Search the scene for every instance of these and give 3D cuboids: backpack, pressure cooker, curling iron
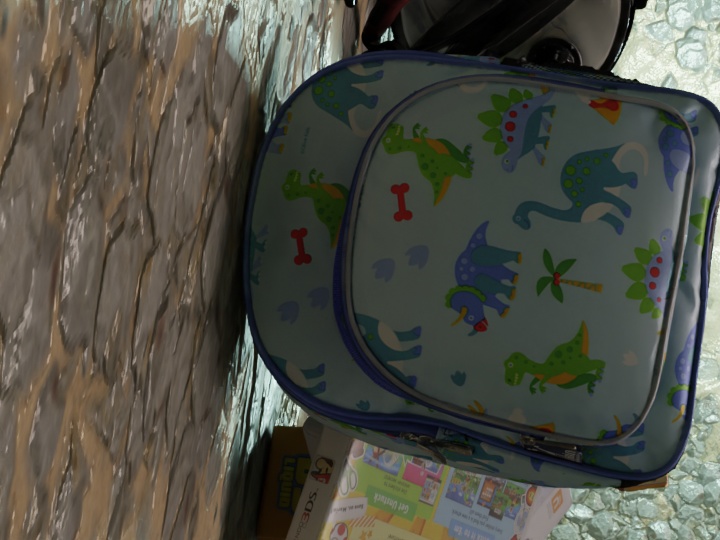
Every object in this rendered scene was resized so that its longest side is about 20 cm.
[{"bbox_3d":[0.050,-0.006,0.820,0.147,0.199,0.184,55,45,-80],"label":"backpack"},{"bbox_3d":[0.108,-0.197,1.323,0.200,0.178,0.177,-72,172,-68],"label":"pressure cooker"},{"bbox_3d":[0.032,-0.160,1.107,0.026,0.050,0.200,-44,172,-24],"label":"curling iron"}]

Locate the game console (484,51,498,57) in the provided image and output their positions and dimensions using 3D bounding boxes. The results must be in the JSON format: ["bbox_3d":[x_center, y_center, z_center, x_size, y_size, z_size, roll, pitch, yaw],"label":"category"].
[{"bbox_3d":[0.058,0.000,1.123,0.176,0.116,0.201,-27,125,-32],"label":"game console"}]

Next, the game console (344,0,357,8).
[{"bbox_3d":[0.061,-0.261,1.072,0.200,0.175,0.117,-76,144,-55],"label":"game console"}]

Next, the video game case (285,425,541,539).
[{"bbox_3d":[0.044,0.087,0.973,0.200,0.023,0.183,30,76,-55],"label":"video game case"}]

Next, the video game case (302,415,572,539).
[{"bbox_3d":[0.049,0.106,1.024,0.182,0.022,0.201,-44,134,-38],"label":"video game case"}]

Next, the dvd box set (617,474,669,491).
[{"bbox_3d":[0.142,0.020,1.102,0.146,0.029,0.201,86,-2,-89],"label":"dvd box set"}]

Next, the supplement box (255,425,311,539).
[{"bbox_3d":[-0.015,0.135,1.099,0.200,0.068,0.067,85,13,-77],"label":"supplement box"}]
